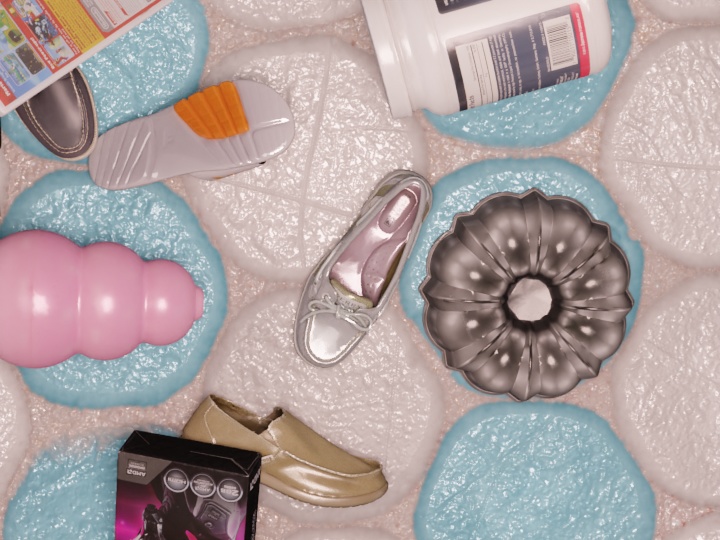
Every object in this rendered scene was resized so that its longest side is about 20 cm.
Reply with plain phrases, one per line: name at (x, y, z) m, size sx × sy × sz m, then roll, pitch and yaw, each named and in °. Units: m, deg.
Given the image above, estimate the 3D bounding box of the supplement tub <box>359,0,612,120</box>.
supplement tub at (0.108, -0.217, 1.507) m, size 0.200 × 0.140 × 0.141 m, roll -15°, pitch 96°, yaw 1°

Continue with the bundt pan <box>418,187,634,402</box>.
bundt pan at (0.154, 0.027, 1.567) m, size 0.202 × 0.076 × 0.202 m, roll 0°, pitch 96°, yaw 1°

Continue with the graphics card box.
graphics card box at (-0.159, 0.251, 1.567) m, size 0.125 × 0.051 × 0.200 m, roll 10°, pitch 112°, yaw 10°

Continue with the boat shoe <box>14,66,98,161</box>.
boat shoe at (-0.297, -0.190, 1.545) m, size 0.073 × 0.063 × 0.200 m, roll -22°, pitch 94°, yaw 3°

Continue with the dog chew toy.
dog chew toy at (-0.241, 0.027, 1.547) m, size 0.200 × 0.125 × 0.125 m, roll 1°, pitch 96°, yaw -9°

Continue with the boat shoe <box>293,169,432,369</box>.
boat shoe at (0.002, 0.000, 1.567) m, size 0.074 × 0.065 × 0.202 m, roll 33°, pitch 95°, yaw -3°

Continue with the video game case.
video game case at (-0.280, -0.246, 1.515) m, size 0.200 × 0.017 × 0.143 m, roll -39°, pitch 99°, yaw -26°

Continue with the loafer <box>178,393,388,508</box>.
loafer at (-0.068, 0.165, 1.579) m, size 0.200 × 0.076 × 0.068 m, roll 13°, pitch 102°, yaw -2°

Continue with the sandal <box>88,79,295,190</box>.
sandal at (-0.148, -0.118, 1.563) m, size 0.206 × 0.059 × 0.079 m, roll -11°, pitch 79°, yaw 21°
